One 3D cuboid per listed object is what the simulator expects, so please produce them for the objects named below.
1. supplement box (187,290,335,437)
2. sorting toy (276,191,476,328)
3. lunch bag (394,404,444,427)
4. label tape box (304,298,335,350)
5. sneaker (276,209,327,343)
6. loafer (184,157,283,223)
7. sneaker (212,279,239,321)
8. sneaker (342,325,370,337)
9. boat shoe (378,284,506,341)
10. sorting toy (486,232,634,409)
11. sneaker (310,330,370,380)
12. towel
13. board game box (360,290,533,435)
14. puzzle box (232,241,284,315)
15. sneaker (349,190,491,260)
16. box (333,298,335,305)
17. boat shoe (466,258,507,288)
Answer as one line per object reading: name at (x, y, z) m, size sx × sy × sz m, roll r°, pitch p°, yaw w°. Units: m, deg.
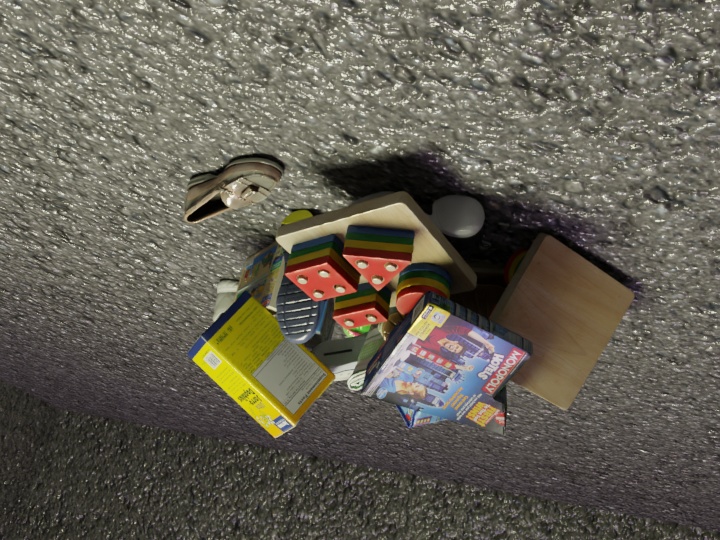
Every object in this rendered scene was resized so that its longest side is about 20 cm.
supplement box at (-0.158, 0.150, 1.388) m, size 0.200 × 0.109 × 0.110 m, roll 44°, pitch 150°, yaw -2°
sorting toy at (0.020, 0.004, 1.156) m, size 0.198 × 0.070 × 0.200 m, roll -14°, pitch 140°, yaw 31°
lunch bag at (0.108, 0.184, 1.635) m, size 0.150 × 0.094 × 0.200 m, roll -5°, pitch -145°, yaw -34°
label tape box at (-0.074, 0.043, 1.447) m, size 0.066 × 0.144 × 0.200 m, roll 12°, pitch 159°, yaw 5°
sneaker at (-0.077, 0.014, 1.317) m, size 0.074 × 0.201 × 0.082 m, roll -4°, pitch 162°, yaw 22°
loafer at (-0.184, -0.107, 1.251) m, size 0.072 × 0.063 × 0.200 m, roll 30°, pitch 154°, yaw -37°
sneaker at (-0.195, 0.073, 1.671) m, size 0.199 × 0.092 × 0.076 m, roll 0°, pitch 155°, yaw 32°
sneaker at (0.060, 0.095, 1.621) m, size 0.199 × 0.077 × 0.084 m, roll 12°, pitch -161°, yaw -19°
boat shoe at (0.123, 0.060, 1.285) m, size 0.199 × 0.074 × 0.063 m, roll -11°, pitch -170°, yaw -8°
sorting toy at (0.263, 0.069, 1.263) m, size 0.200 × 0.199 × 0.070 m, roll 29°, pitch -178°, yaw -29°
sneaker at (0.000, 0.143, 1.472) m, size 0.199 × 0.073 × 0.071 m, roll 0°, pitch 153°, yaw -25°
towel at (0.057, 0.092, 1.386) m, size 0.149 × 0.200 × 0.031 m, roll -26°, pitch 117°, yaw 33°
board game box at (0.133, 0.129, 1.160) m, size 0.199 × 0.062 × 0.200 m, roll 26°, pitch 130°, yaw -9°
puzzle box at (-0.163, 0.022, 1.468) m, size 0.025 × 0.134 × 0.200 m, roll 23°, pitch 157°, yaw -23°
sneaker at (0.081, -0.050, 1.210) m, size 0.199 × 0.076 × 0.114 m, roll 2°, pitch 153°, yaw 22°
box at (0.000, 0.000, 1.358) m, size 0.075 × 0.100 × 0.200 m, roll 10°, pitch 159°, yaw 8°
boat shoe at (0.182, 0.012, 1.327) m, size 0.199 × 0.065 × 0.071 m, roll 12°, pitch 124°, yaw -4°
